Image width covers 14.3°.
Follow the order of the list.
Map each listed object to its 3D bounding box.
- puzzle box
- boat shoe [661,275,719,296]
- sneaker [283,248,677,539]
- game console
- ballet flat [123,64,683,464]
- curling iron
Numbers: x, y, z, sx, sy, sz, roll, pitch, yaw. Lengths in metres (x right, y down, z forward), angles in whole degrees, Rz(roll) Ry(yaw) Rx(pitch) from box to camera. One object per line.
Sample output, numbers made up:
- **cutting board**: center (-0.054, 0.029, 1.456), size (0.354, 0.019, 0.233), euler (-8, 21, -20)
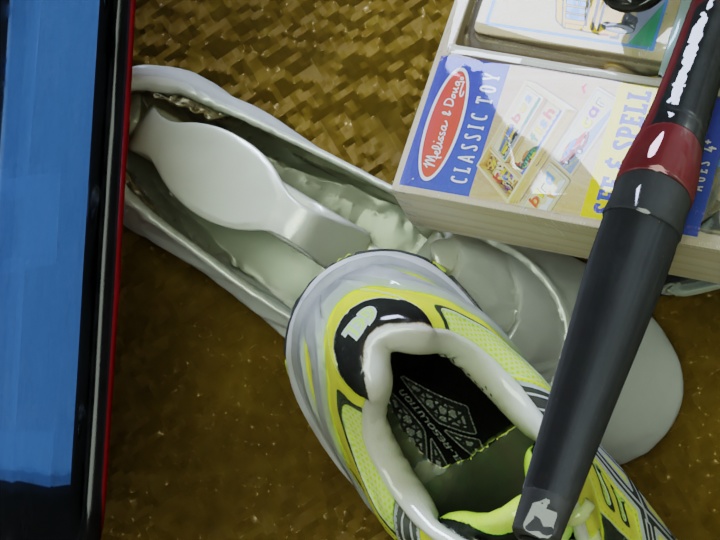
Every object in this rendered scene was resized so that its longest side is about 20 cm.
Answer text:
- **puzzle box**: center (0.099, -0.095, 0.804), size (0.132, 0.025, 0.201), euler (10, 69, 22)
- **boat shoe**: center (0.151, -0.056, 0.821), size (0.199, 0.060, 0.076), euler (-22, 56, 8)
- **sneaker**: center (0.049, 0.084, 0.772), size (0.075, 0.076, 0.200), euler (-43, 95, 2)
- **game console**: center (-0.139, -0.019, 0.831), size (0.171, 0.119, 0.201), euler (3, 86, 9)
- **ballet flat**: center (0.000, 0.000, 0.835), size (0.199, 0.069, 0.070), euler (30, 91, 9)
- **curling iron**: center (0.069, -0.022, 0.752), size (0.049, 0.026, 0.201), euler (1, 68, 29)
